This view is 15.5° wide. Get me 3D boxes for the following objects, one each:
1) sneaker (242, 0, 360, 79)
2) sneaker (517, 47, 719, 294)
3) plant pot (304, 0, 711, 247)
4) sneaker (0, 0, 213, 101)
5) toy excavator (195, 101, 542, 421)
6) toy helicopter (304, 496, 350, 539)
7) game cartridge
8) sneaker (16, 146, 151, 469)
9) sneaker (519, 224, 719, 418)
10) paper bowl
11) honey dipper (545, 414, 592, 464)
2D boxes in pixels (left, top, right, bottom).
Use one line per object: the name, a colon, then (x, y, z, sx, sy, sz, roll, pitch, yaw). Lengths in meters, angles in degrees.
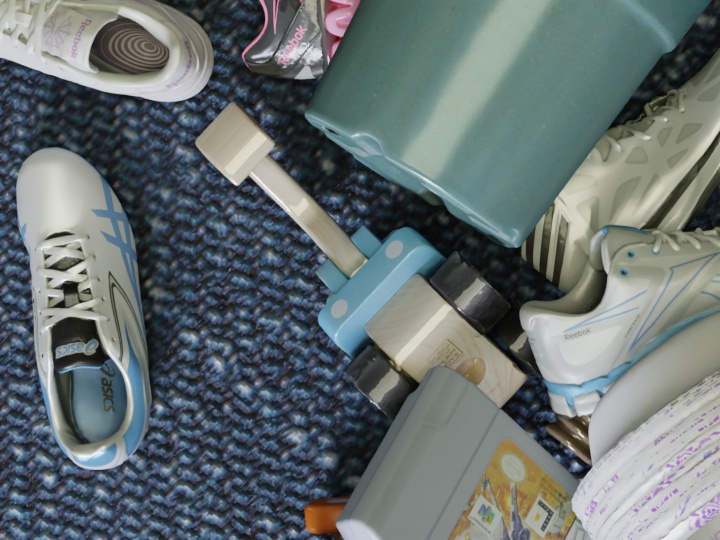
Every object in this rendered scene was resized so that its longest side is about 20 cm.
sneaker: (-0.043, -0.208, 1.603, 0.095, 0.079, 0.201, -3, 92, 13)
sneaker: (0.161, -0.078, 1.599, 0.115, 0.076, 0.201, 30, 96, -3)
plant pot: (0.079, -0.132, 1.528, 0.200, 0.200, 0.196, 32, 89, -1)
sneaker: (-0.186, -0.156, 1.590, 0.199, 0.100, 0.075, 16, 95, 2)
toy excavator: (0.000, 0.000, 1.600, 0.100, 0.200, 0.194, -47, 136, 2)
toy helicopter: (0.007, 0.184, 1.553, 0.132, 0.200, 0.079, -2, 93, 21)
game cartridge: (0.082, 0.167, 1.524, 0.200, 0.041, 0.133, 42, 55, -21)
sneaker: (-0.169, 0.022, 1.613, 0.072, 0.072, 0.201, -11, 92, 3)
sneaker: (0.181, 0.001, 1.543, 0.200, 0.075, 0.087, -33, 106, -8)
paper bowl: (0.210, 0.092, 1.494, 0.200, 0.201, 0.105, -33, 70, 3)
honey dipper: (0.190, 0.031, 1.628, 0.038, 0.038, 0.200, 39, 89, -1)
